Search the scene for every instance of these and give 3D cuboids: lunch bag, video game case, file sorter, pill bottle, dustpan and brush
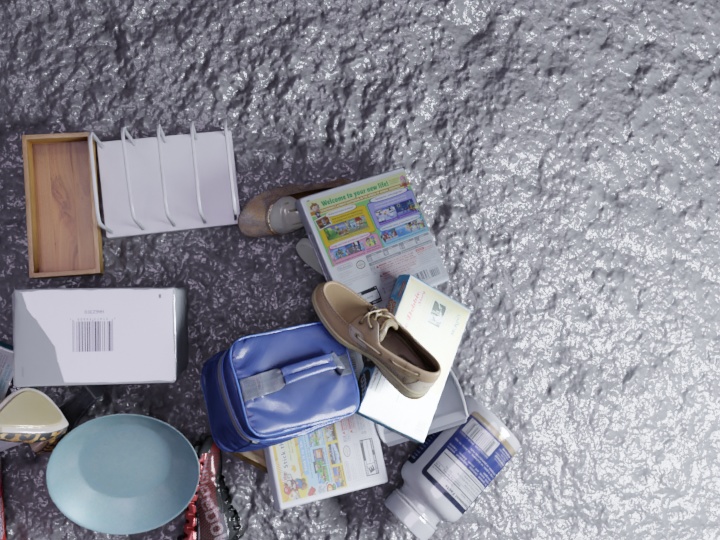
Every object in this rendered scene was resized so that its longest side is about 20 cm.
[{"bbox_3d":[-0.095,0.149,1.068,0.197,0.132,0.138,-11,79,-34],"label":"lunch bag"},{"bbox_3d":[0.021,-0.040,1.170,0.198,0.022,0.185,-21,86,-36],"label":"video game case"},{"bbox_3d":[-0.276,-0.132,1.156,0.196,0.125,0.142,-7,87,-7],"label":"file sorter"},{"bbox_3d":[0.129,0.292,1.192,0.111,0.111,0.200,44,83,-3],"label":"pill bottle"},{"bbox_3d":[-0.059,0.218,1.162,0.179,0.023,0.204,-4,76,-34],"label":"video game case"},{"bbox_3d":[0.072,0.140,1.209,0.138,0.057,0.203,-20,54,16],"label":"dustpan and brush"}]

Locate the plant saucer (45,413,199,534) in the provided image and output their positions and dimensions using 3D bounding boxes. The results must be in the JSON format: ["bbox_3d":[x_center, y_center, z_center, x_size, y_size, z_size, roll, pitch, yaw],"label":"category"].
[{"bbox_3d":[-0.316,0.265,1.096,0.197,0.039,0.204,-5,117,-10],"label":"plant saucer"}]

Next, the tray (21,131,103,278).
[{"bbox_3d":[-0.428,-0.093,1.178,0.097,0.037,0.204,-4,86,-7],"label":"tray"}]

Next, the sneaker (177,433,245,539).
[{"bbox_3d":[-0.209,0.337,1.164,0.096,0.071,0.204,6,88,-7],"label":"sneaker"}]

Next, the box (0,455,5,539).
[{"bbox_3d":[-0.536,0.358,1.091,0.094,0.100,0.204,-1,96,-8],"label":"box"}]

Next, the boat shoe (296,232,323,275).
[{"bbox_3d":[0.000,0.000,1.210,0.199,0.073,0.062,35,60,1],"label":"boat shoe"}]

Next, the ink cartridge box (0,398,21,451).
[{"bbox_3d":[-0.562,0.173,1.104,0.160,0.050,0.202,-21,123,7],"label":"ink cartridge box"}]

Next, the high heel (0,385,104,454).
[{"bbox_3d":[-0.430,0.212,1.040,0.142,0.199,0.072,-43,78,19],"label":"high heel"}]

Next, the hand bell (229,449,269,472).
[{"bbox_3d":[-0.111,0.188,1.191,0.103,0.104,0.202,28,71,-5],"label":"hand bell"}]

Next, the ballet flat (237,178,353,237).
[{"bbox_3d":[-0.080,-0.092,1.179,0.198,0.067,0.069,-22,115,-25],"label":"ballet flat"}]

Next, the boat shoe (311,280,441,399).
[{"bbox_3d":[0.023,0.076,1.055,0.199,0.065,0.071,40,49,7],"label":"boat shoe"}]

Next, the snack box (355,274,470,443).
[{"bbox_3d":[0.070,0.121,1.132,0.115,0.037,0.203,29,74,-24],"label":"snack box"}]

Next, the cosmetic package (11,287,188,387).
[{"bbox_3d":[-0.338,0.083,1.096,0.195,0.200,0.125,0,90,-7],"label":"cosmetic package"}]

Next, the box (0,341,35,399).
[{"bbox_3d":[-0.552,0.127,1.140,0.197,0.049,0.084,22,85,-6],"label":"box"}]
